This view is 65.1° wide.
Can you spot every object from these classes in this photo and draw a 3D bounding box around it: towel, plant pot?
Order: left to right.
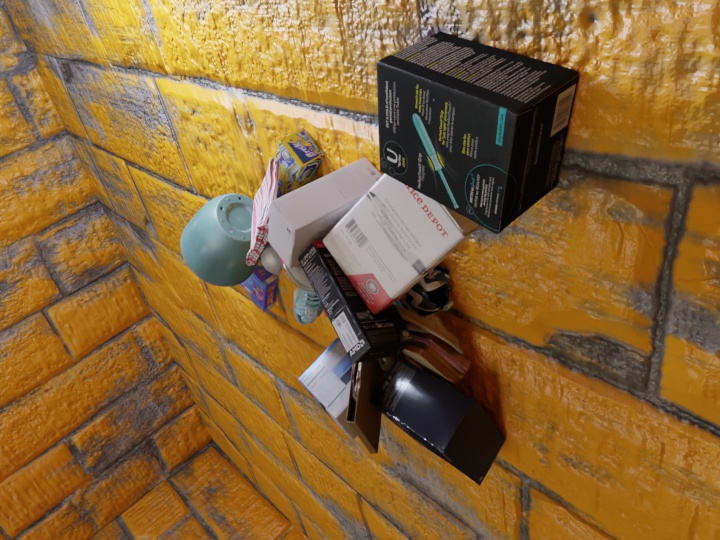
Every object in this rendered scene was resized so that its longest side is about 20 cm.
[{"bbox_3d":[-0.311,-0.088,1.354,0.202,0.199,0.161,54,137,3],"label":"plant pot"},{"bbox_3d":[-0.195,-0.110,1.098,0.200,0.029,0.150,138,139,-62],"label":"towel"}]

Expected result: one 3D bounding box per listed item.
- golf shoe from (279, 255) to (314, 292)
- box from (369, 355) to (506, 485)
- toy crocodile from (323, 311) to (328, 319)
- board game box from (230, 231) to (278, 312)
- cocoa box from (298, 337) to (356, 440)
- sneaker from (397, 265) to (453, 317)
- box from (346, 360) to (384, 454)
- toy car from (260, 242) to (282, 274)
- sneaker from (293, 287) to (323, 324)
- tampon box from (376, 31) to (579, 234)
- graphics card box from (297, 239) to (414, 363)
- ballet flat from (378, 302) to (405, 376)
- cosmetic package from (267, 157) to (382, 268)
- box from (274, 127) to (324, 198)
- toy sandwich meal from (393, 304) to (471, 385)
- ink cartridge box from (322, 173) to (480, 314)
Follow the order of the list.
[{"bbox_3d":[-0.058,0.010,1.004,0.090,0.076,0.200,-23,130,33],"label":"golf shoe"},{"bbox_3d":[0.146,0.278,1.044,0.180,0.105,0.200,26,164,42],"label":"box"},{"bbox_3d":[-0.068,0.057,1.254,0.067,0.061,0.203,24,137,43],"label":"toy crocodile"},{"bbox_3d":[-0.310,0.002,1.574,0.200,0.044,0.135,46,149,17],"label":"board game box"},{"bbox_3d":[-0.035,0.274,1.295,0.131,0.133,0.201,38,165,27],"label":"cocoa box"},{"bbox_3d":[0.091,-0.007,0.944,0.128,0.079,0.202,-3,116,55],"label":"sneaker"},{"bbox_3d":[0.014,0.235,1.062,0.021,0.167,0.201,-1,149,13],"label":"box"},{"bbox_3d":[-0.100,-0.078,1.109,0.200,0.171,0.154,134,136,-60],"label":"toy car"},{"bbox_3d":[-0.094,0.062,1.146,0.200,0.072,0.084,123,145,-67],"label":"sneaker"},{"bbox_3d":[0.130,-0.173,0.678,0.199,0.125,0.152,34,143,34],"label":"tampon box"},{"bbox_3d":[-0.007,0.046,0.906,0.051,0.124,0.202,-44,64,28],"label":"graphics card box"},{"bbox_3d":[0.060,0.147,1.146,0.067,0.070,0.203,34,143,33],"label":"ballet flat"},{"bbox_3d":[-0.054,-0.098,0.943,0.071,0.198,0.102,47,148,20],"label":"cosmetic package"},{"bbox_3d":[-0.137,-0.185,1.122,0.070,0.064,0.200,51,150,9],"label":"box"},{"bbox_3d":[0.098,0.129,1.006,0.202,0.071,0.205,27,170,5],"label":"toy sandwich meal"},{"bbox_3d":[0.059,-0.056,0.855,0.200,0.082,0.148,-42,79,32],"label":"ink cartridge box"}]
